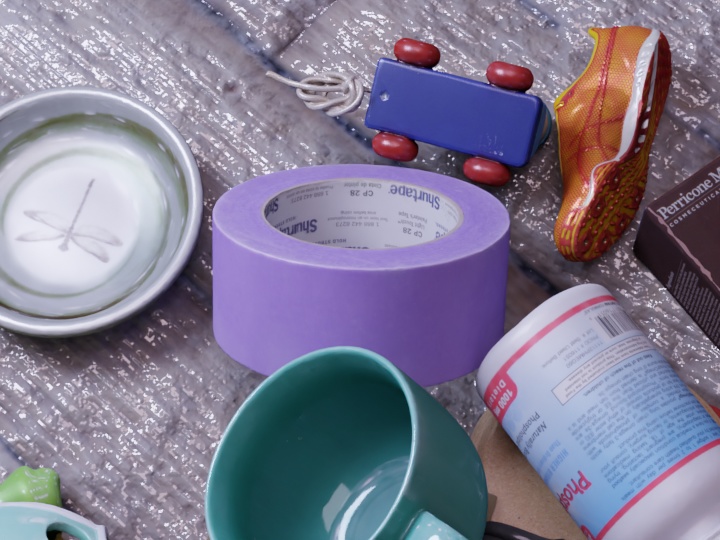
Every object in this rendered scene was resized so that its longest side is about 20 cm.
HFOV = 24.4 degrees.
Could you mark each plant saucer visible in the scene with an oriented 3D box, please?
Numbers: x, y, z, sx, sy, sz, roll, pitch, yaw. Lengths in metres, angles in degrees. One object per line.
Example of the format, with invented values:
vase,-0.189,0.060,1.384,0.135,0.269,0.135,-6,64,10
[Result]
plant saucer,-0.210,-0.037,1.214,0.198,0.050,0.202,0,65,1

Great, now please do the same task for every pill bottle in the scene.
pill bottle,0.169,0.115,1.047,0.108,0.109,0.201,-32,67,-13

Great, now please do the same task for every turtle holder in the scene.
turtle holder,-0.215,0.213,1.062,0.130,0.185,0.142,-17,97,-6

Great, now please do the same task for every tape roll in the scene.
tape roll,0.000,0.000,1.111,0.198,0.086,0.200,1,23,-1

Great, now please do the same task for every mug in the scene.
mug,0.003,0.149,0.978,0.151,0.114,0.186,-32,45,16

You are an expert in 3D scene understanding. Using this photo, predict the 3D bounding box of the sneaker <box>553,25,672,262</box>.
sneaker,0.174,-0.092,1.232,0.076,0.073,0.201,5,59,28

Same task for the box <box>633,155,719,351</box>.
box,0.293,0.017,1.165,0.100,0.075,0.200,-33,67,-13

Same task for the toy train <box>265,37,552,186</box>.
toy train,0.042,-0.124,1.221,0.198,0.116,0.086,16,99,16

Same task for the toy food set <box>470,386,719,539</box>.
toy food set,0.167,0.150,1.118,0.199,0.049,0.198,37,70,17

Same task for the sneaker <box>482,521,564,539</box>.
sneaker,0.131,0.226,1.030,0.199,0.071,0.100,35,70,-20

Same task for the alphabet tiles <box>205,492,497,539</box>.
alphabet tiles,-0.008,0.170,1.059,0.165,0.006,0.201,20,55,5
